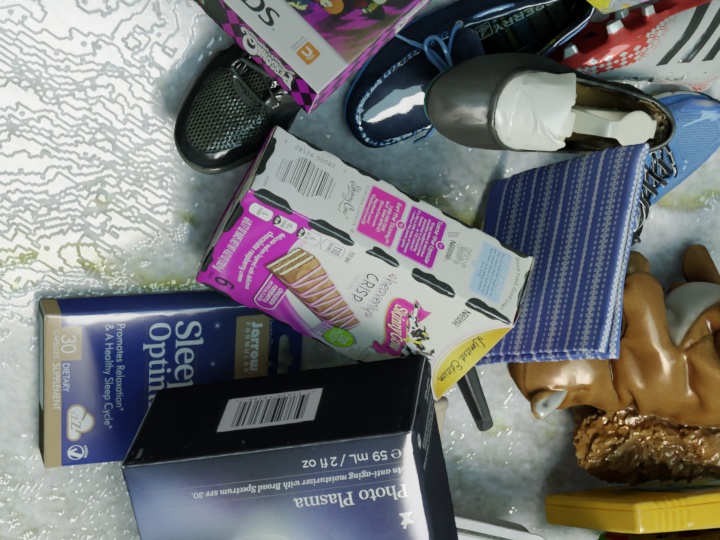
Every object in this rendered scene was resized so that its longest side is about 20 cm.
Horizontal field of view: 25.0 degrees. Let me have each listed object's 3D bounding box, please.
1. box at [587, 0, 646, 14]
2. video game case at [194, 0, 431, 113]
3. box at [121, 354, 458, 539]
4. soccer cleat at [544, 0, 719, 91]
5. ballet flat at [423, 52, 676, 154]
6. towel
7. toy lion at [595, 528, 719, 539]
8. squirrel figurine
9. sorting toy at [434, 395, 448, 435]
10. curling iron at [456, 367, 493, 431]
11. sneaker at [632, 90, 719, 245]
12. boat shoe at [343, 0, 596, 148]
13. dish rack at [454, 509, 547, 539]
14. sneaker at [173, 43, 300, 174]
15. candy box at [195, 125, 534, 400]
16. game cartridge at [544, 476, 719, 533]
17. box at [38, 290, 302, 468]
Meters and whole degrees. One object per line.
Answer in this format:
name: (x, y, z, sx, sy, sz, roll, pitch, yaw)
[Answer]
box: (0.151, -0.301, 1.001, 0.199, 0.121, 0.195, 29, 59, -42)
video game case: (-0.027, -0.225, 1.006, 0.181, 0.036, 0.200, 45, 68, 4)
box: (-0.037, 0.183, 1.109, 0.197, 0.123, 0.201, -8, 111, 10)
soccer cleat: (0.220, -0.162, 1.193, 0.198, 0.069, 0.086, -26, 112, -13)
ballet flat: (0.139, -0.111, 1.113, 0.198, 0.068, 0.069, -1, 106, -34)
towel: (0.133, -0.005, 1.127, 0.024, 0.200, 0.147, 15, 80, -23)
toy lion: (0.244, 0.231, 1.301, 0.197, 0.192, 0.070, -7, 94, -8)
squirrel figurine: (0.210, 0.090, 1.259, 0.184, 0.142, 0.202, -12, 113, -8)
sorting toy: (-0.028, 0.183, 1.237, 0.183, 0.037, 0.202, -5, 128, -18)
curling iron: (0.052, 0.035, 1.206, 0.049, 0.026, 0.201, -23, 111, 20)
sneaker: (0.200, -0.056, 1.217, 0.199, 0.089, 0.079, -37, 120, -1)
boat shoe: (0.076, -0.155, 1.141, 0.199, 0.069, 0.084, -39, 119, -1)
dish rack: (0.035, 0.246, 1.259, 0.198, 0.044, 0.173, 17, 114, -30)
sneaker: (-0.049, -0.148, 1.068, 0.199, 0.114, 0.076, -38, 81, -2)
candy box: (0.000, 0.000, 1.112, 0.198, 0.061, 0.137, 26, 147, -8)
game cartridge: (0.266, 0.184, 1.299, 0.198, 0.176, 0.033, -1, 84, -20)
box: (-0.134, 0.076, 1.185, 0.198, 0.032, 0.123, -4, 113, -19)
